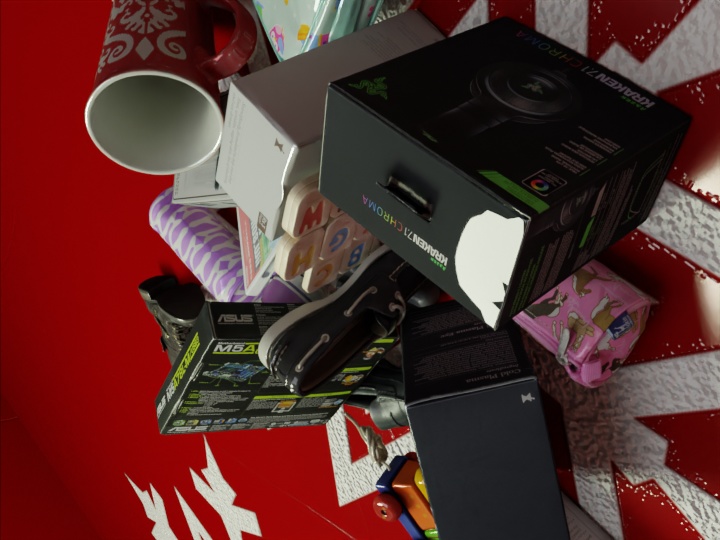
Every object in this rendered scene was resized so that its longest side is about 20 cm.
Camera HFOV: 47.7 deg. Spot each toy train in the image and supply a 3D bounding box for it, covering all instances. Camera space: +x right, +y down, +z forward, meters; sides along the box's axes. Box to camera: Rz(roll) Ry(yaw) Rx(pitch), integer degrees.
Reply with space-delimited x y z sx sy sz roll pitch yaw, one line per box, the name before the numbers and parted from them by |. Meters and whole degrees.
toy train | 0.071 0.227 0.885 0.115 0.085 0.201 -23 105 44

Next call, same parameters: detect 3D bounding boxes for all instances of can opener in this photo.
can opener | 0.000 0.000 0.863 0.198 0.066 0.053 25 129 31

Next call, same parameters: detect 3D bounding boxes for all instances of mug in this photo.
mug | -0.188 -0.222 0.851 0.134 0.175 0.202 83 179 -52

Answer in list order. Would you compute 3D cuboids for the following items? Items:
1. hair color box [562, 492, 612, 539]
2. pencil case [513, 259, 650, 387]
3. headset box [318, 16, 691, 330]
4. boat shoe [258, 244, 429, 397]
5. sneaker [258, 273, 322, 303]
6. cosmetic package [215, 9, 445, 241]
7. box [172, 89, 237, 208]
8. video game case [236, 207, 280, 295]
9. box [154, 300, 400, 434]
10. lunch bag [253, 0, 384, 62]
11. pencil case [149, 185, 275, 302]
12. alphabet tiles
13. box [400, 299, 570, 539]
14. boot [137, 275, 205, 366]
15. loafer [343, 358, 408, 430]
hair color box | 0.206 0.299 0.757 0.200 0.098 0.061 42 141 26
pencil case | 0.132 0.002 0.652 0.200 0.086 0.083 42 106 30
headset box | 0.090 -0.076 0.559 0.174 0.199 0.094 40 141 29
boat shoe | 0.004 0.038 0.726 0.060 0.199 0.074 41 153 36
sneaker | -0.101 0.061 0.930 0.072 0.115 0.201 36 173 5
cosmetic package | -0.013 -0.121 0.661 0.081 0.199 0.113 47 143 18
box | -0.142 -0.129 0.893 0.199 0.059 0.119 2 87 59
video game case | -0.102 -0.077 0.917 0.200 0.017 0.145 132 134 -54
box | -0.089 0.102 0.826 0.194 0.197 0.048 -57 42 43
lunch bag | -0.029 -0.269 0.666 0.162 0.076 0.201 64 150 21
pencil case | -0.192 -0.031 1.062 0.200 0.085 0.084 43 166 22
alphabet tiles | 0.012 -0.065 0.667 0.015 0.199 0.197 42 141 21
box | 0.105 0.147 0.698 0.182 0.103 0.203 -87 -18 -72
boot | -0.279 0.106 1.300 0.199 0.069 0.176 23 133 53
loafer | 0.043 0.142 0.876 0.199 0.071 0.068 14 157 50
